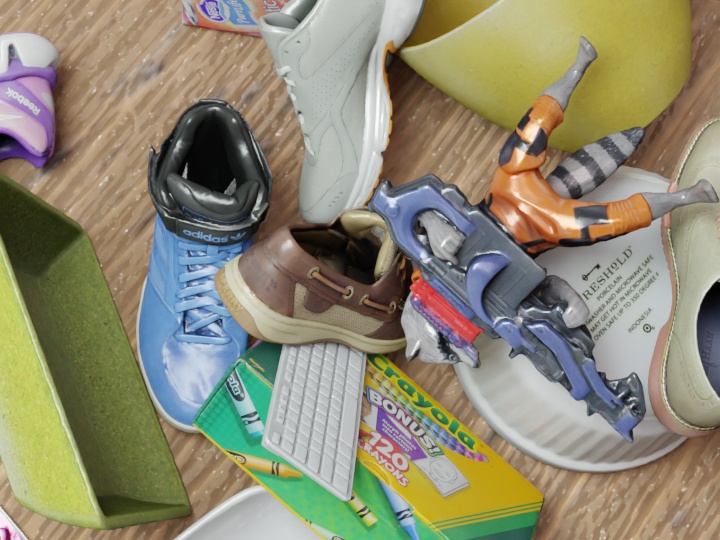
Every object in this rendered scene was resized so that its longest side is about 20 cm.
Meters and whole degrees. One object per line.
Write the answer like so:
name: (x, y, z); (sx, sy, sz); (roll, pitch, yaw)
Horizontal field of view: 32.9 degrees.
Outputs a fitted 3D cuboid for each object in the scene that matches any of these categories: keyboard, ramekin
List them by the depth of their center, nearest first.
keyboard: (-0.021, 0.056, 0.702); (0.056, 0.200, 0.011); (33, 115, -13)
ramekin: (0.160, 0.026, 0.790); (0.200, 0.094, 0.204); (2, 76, -9)

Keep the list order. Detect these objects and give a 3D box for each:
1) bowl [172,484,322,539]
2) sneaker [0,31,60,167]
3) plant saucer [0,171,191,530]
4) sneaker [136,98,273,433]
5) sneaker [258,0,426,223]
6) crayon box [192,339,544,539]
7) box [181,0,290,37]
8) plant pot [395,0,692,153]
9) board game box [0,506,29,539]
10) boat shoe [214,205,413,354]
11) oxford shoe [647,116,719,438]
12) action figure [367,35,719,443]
bowl: (-0.064, 0.251, 0.708); (0.199, 0.075, 0.200); (-40, 86, -16)
sneaker: (-0.279, -0.084, 0.762); (0.198, 0.080, 0.089); (-15, 86, -13)
plant saucer: (-0.170, 0.055, 0.684); (0.048, 0.200, 0.201); (-23, 80, 1)
sneaker: (-0.098, -0.006, 0.749); (0.076, 0.111, 0.202); (6, 75, -7)
sneaker: (-0.026, -0.123, 0.766); (0.091, 0.076, 0.202); (3, 115, -23)
crayon box: (0.010, 0.115, 0.728); (0.200, 0.119, 0.058); (40, 114, 3)
box: (-0.062, -0.270, 0.831); (0.102, 0.095, 0.202); (8, 75, -6)
plant pot: (0.138, -0.163, 0.802); (0.142, 0.200, 0.200); (46, 72, -21)
board game box: (-0.325, 0.167, 0.713); (0.200, 0.026, 0.200); (-41, 85, -16)
boat shoe: (0.000, 0.000, 0.728); (0.072, 0.199, 0.072); (-47, 62, 23)
oxford shoe: (0.220, -0.003, 0.719); (0.070, 0.074, 0.202); (10, 74, -6)
action figure: (0.108, -0.004, 0.704); (0.193, 0.105, 0.200); (-40, 94, 7)
